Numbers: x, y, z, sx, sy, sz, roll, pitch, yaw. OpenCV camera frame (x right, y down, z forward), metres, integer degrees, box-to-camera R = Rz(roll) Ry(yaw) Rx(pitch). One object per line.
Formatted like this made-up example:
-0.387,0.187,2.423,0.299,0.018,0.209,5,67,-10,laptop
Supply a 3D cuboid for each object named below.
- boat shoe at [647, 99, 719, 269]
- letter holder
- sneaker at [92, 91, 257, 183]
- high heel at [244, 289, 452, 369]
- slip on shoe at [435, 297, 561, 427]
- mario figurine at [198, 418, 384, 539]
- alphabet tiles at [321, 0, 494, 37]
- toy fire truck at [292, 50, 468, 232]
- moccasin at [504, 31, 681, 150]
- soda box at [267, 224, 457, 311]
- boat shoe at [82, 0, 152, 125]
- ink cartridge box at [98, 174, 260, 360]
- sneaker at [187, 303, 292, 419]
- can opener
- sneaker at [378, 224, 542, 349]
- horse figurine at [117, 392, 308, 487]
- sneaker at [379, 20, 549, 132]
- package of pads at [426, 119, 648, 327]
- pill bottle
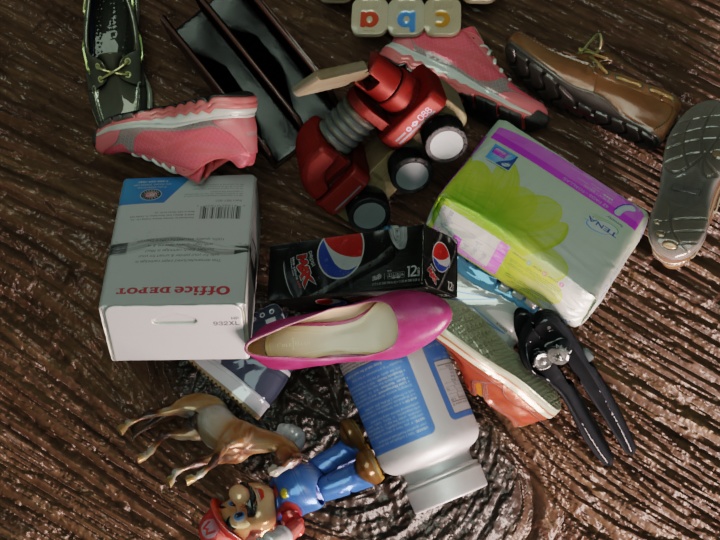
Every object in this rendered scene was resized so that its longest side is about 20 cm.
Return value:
0.353,-0.092,1.436,0.076,0.072,0.200,20,70,18,boat shoe
-0.122,-0.229,1.449,0.101,0.142,0.200,-38,82,-2,letter holder
-0.196,-0.131,1.412,0.200,0.074,0.087,-7,97,27,sneaker
-0.013,0.059,1.315,0.200,0.096,0.067,-7,89,28,high heel
0.126,0.100,1.386,0.061,0.074,0.200,-35,123,24,slip on shoe
-0.081,0.226,1.397,0.200,0.123,0.106,-30,94,-5,mario figurine
0.054,-0.340,1.496,0.200,0.015,0.196,1,64,3,alphabet tiles
-0.010,-0.148,1.370,0.200,0.129,0.176,34,116,-31,toy fire truck
0.252,-0.208,1.457,0.201,0.074,0.078,26,75,10,moccasin
0.000,0.000,1.398,0.200,0.071,0.063,-7,73,34,soda box
-0.276,-0.236,1.501,0.072,0.060,0.202,-6,82,3,boat shoe
-0.182,-0.005,1.397,0.145,0.084,0.200,-1,43,1,ink cartridge box
-0.149,0.057,1.448,0.200,0.070,0.109,41,83,10,sneaker
0.228,0.119,1.394,0.063,0.079,0.200,-32,105,21,can opener
0.093,0.022,1.437,0.200,0.075,0.087,30,91,7,sneaker
-0.166,0.173,1.404,0.132,0.200,0.050,-24,121,-33,horse figurine
0.123,-0.222,1.467,0.200,0.074,0.087,27,81,6,sneaker
0.185,-0.050,1.410,0.200,0.068,0.155,33,53,8,package of pads
0.056,0.145,1.399,0.112,0.112,0.200,-22,80,0,pill bottle
